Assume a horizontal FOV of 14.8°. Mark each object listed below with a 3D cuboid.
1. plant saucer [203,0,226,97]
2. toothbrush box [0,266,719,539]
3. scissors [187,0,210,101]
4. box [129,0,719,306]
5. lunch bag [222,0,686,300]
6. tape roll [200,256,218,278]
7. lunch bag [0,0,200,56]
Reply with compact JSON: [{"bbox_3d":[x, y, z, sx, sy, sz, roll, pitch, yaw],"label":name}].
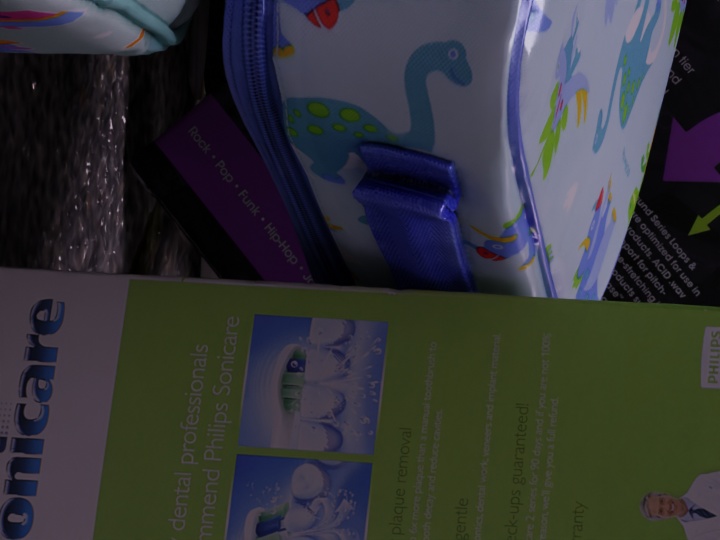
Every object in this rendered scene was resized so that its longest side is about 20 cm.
[{"bbox_3d":[0.041,-0.066,0.824,0.037,0.200,0.201,-10,102,-72],"label":"plant saucer"},{"bbox_3d":[0.010,0.064,0.681,0.146,0.200,0.086,62,31,-69],"label":"toothbrush box"},{"bbox_3d":[-0.043,-0.157,0.842,0.073,0.014,0.200,-61,150,-70],"label":"scissors"},{"bbox_3d":[0.055,-0.038,0.781,0.143,0.200,0.036,52,12,5],"label":"box"},{"bbox_3d":[0.029,-0.072,0.652,0.200,0.082,0.161,64,38,-68],"label":"lunch bag"},{"bbox_3d":[0.000,0.000,0.962,0.202,0.071,0.203,3,90,-79],"label":"tape roll"},{"bbox_3d":[-0.075,-0.126,0.509,0.200,0.077,0.161,22,72,-80],"label":"lunch bag"}]
